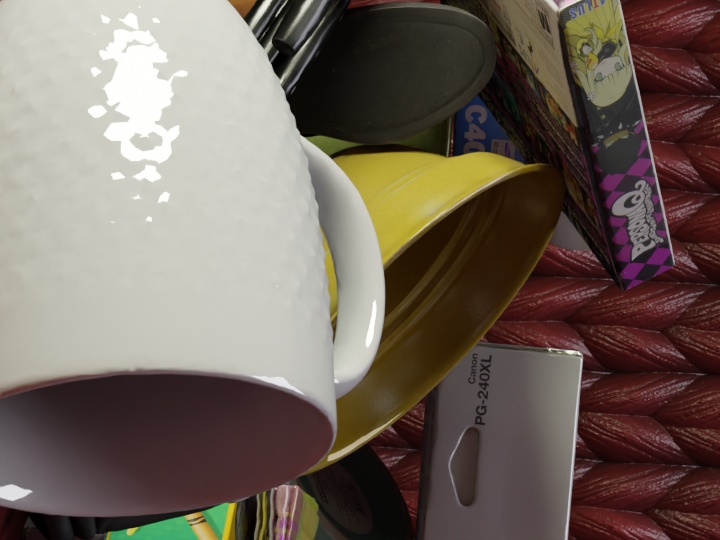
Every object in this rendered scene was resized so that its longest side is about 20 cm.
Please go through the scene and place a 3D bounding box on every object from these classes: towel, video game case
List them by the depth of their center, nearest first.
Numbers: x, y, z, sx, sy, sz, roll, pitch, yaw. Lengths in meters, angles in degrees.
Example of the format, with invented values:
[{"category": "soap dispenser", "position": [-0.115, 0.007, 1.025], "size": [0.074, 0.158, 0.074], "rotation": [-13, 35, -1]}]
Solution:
[{"category": "towel", "position": [-0.048, 0.192, 1.181], "size": [0.144, 0.023, 0.201], "rotation": [75, 23, -79]}, {"category": "video game case", "position": [0.083, -0.116, 1.228], "size": [0.200, 0.036, 0.182], "rotation": [-122, -170, -47]}]

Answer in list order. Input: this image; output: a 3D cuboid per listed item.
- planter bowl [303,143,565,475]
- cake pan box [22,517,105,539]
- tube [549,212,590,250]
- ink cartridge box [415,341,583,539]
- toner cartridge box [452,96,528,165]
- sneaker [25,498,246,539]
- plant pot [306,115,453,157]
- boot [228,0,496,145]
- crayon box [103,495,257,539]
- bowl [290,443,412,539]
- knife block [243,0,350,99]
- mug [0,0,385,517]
[{"category": "planter bowl", "position": [0.000, 0.000, 1.213], "size": [0.200, 0.083, 0.201], "rotation": [-40, 160, -18]}, {"category": "cake pan box", "position": [-0.135, 0.180, 1.303], "size": [0.184, 0.052, 0.201], "rotation": [-72, 166, -69]}, {"category": "tube", "position": [0.116, -0.093, 1.409], "size": [0.058, 0.052, 0.200], "rotation": [-39, -149, 30]}, {"category": "ink cartridge box", "position": [0.077, 0.121, 1.477], "size": [0.200, 0.083, 0.146], "rotation": [99, -3, -85]}, {"category": "toner cartridge box", "position": [0.075, -0.072, 1.459], "size": [0.200, 0.043, 0.096], "rotation": [62, 30, -85]}, {"category": "sneaker", "position": [-0.127, 0.020, 1.015], "size": [0.201, 0.099, 0.071], "rotation": [63, -17, 14]}, {"category": "plant pot", "position": [-0.045, -0.046, 1.418], "size": [0.200, 0.189, 0.201], "rotation": [4, 90, -87]}, {"category": "boot", "position": [-0.035, -0.110, 1.258], "size": [0.200, 0.188, 0.069], "rotation": [-105, 172, -69]}, {"category": "crayon box", "position": [-0.084, 0.135, 1.215], "size": [0.200, 0.058, 0.119], "rotation": [-81, 174, -55]}, {"category": "bowl", "position": [-0.043, 0.154, 1.502], "size": [0.105, 0.201, 0.201], "rotation": [-39, -161, 22]}, {"category": "knife block", "position": [0.001, -0.169, 1.140], "size": [0.064, 0.199, 0.176], "rotation": [118, -41, -70]}, {"category": "mug", "position": [-0.069, -0.011, 0.938], "size": [0.147, 0.199, 0.176], "rotation": [-28, -122, 41]}]
